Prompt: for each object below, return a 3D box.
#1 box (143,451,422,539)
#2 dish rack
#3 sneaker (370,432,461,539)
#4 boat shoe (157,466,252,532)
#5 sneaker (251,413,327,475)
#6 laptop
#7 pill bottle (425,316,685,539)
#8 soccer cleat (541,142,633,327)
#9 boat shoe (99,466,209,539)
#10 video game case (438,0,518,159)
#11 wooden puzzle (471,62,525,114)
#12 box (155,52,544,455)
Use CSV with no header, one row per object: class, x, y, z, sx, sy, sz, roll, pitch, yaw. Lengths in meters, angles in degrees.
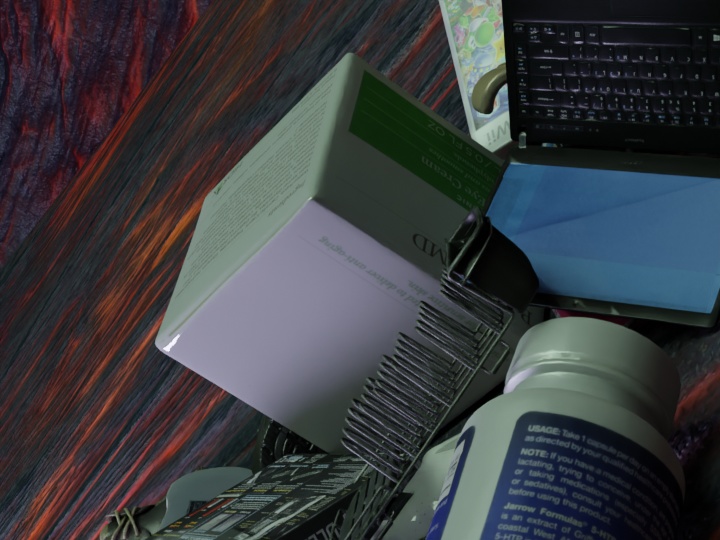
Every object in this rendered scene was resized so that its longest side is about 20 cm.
box,-0.059,0.180,1.106,0.158,0.050,0.200,-29,8,-29
dish rack,0.031,0.064,0.917,0.200,0.054,0.153,-57,0,7
sneaker,0.049,0.156,0.978,0.200,0.074,0.089,-45,19,4
boat shoe,-0.128,0.217,1.330,0.200,0.073,0.066,-54,-38,-74
sneaker,-0.039,0.090,1.323,0.200,0.076,0.091,-61,12,-21
laptop,0.143,-0.086,0.962,0.177,0.201,0.103,7,23,33
pill bottle,0.096,0.128,0.813,0.120,0.120,0.200,-33,28,51
soccer cleat,0.152,-0.027,1.053,0.086,0.070,0.200,86,-173,-53
boat shoe,-0.199,0.251,1.453,0.200,0.073,0.075,-52,18,12
video game case,0.130,-0.200,1.294,0.143,0.018,0.200,-32,55,34
wooden puzzle,0.168,-0.161,1.131,0.200,0.037,0.185,-30,5,5
box,0.000,0.000,1.159,0.200,0.199,0.172,-42,23,38
